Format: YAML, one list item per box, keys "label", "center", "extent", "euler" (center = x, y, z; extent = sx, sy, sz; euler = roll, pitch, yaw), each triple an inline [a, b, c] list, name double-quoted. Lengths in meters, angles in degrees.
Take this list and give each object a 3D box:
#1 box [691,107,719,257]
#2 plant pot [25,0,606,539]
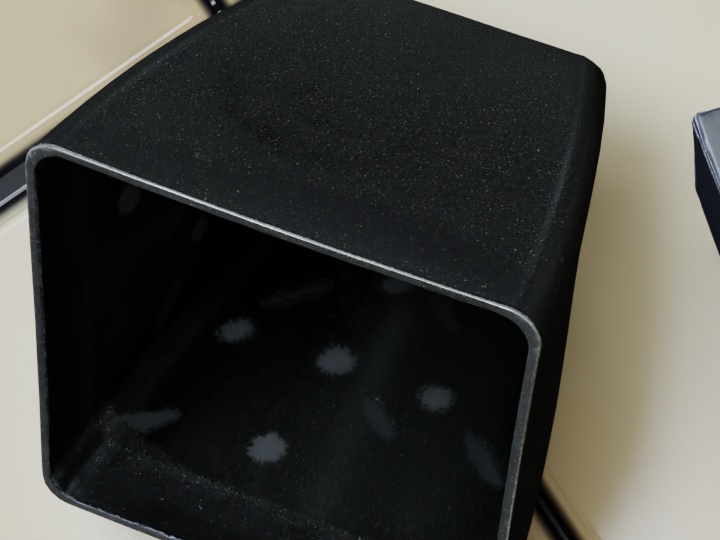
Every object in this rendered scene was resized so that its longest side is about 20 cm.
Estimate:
- label: "box"
  center: [0.242, 0.014, 0.952]
  extent: [0.181, 0.104, 0.201]
  euler: [-19, 75, 4]
- label: "plant pot"
  center: [0.000, 0.000, 1.004]
  extent: [0.199, 0.201, 0.178]
  euler: [20, 47, 14]
